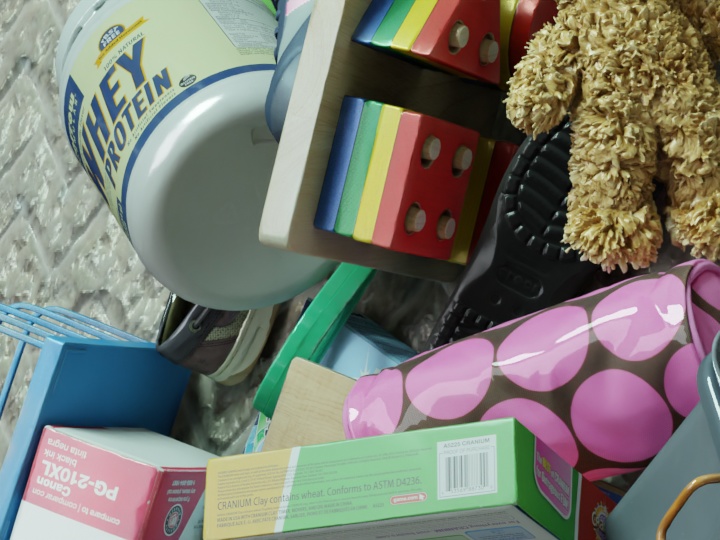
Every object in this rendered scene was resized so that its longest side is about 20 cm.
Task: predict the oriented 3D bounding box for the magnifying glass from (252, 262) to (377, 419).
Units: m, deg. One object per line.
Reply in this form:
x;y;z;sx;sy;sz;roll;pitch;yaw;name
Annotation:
0.000;0.000;1.376;0.200;0.022;0.080;-58;-5;-23;magnifying glass

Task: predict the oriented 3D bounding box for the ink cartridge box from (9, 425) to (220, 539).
-0.153;0.199;1.459;0.084;0.145;0.201;18;92;19;ink cartridge box

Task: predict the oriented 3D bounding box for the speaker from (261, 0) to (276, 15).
-0.017;-0.172;1.490;0.200;0.088;0.089;16;89;54;speaker

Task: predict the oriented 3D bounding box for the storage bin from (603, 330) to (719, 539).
0.180;0.144;1.071;0.134;0.145;0.201;-53;40;41;storage bin

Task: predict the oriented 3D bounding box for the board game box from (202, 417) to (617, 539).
0.038;0.126;1.161;0.152;0.200;0.040;-9;66;22;board game box

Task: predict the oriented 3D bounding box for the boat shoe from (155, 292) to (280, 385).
-0.074;-0.031;1.525;0.072;0.065;0.201;16;89;56;boat shoe

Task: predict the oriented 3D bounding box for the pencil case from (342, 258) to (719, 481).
0.095;0.067;1.202;0.199;0.094;0.091;-18;19;27;pencil case

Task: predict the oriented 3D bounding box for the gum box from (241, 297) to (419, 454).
0.001;0.130;1.380;0.200;0.044;0.170;35;105;54;gum box

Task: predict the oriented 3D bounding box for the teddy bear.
0.140;-0.096;1.211;0.067;0.144;0.201;79;-160;-80;teddy bear

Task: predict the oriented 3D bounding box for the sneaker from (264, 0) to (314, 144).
-0.025;-0.140;1.323;0.082;0.070;0.200;11;48;18;sneaker

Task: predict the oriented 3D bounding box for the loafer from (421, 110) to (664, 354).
0.094;-0.017;1.285;0.200;0.073;0.071;-55;-1;8;loafer

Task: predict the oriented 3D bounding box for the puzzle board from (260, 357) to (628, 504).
0.028;0.150;1.282;0.199;0.017;0.151;21;95;22;puzzle board

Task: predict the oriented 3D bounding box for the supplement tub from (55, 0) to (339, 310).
-0.090;-0.083;1.418;0.145;0.145;0.200;-61;34;17;supplement tub

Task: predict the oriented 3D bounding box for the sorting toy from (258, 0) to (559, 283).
0.045;-0.094;1.298;0.069;0.200;0.200;15;92;28;sorting toy

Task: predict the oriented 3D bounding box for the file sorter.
-0.210;0.092;1.515;0.122;0.200;0.139;21;94;19;file sorter
